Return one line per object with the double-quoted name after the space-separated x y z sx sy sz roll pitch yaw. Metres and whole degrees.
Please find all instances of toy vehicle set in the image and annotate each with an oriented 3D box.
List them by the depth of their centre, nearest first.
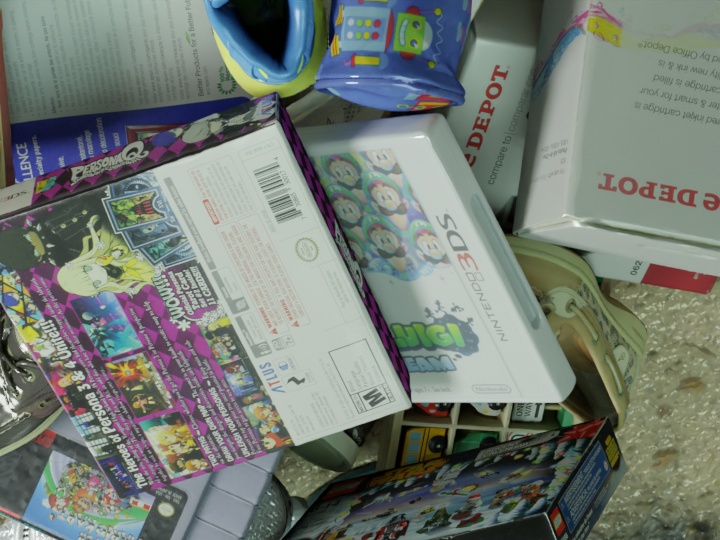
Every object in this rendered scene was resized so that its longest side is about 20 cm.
0.083 0.065 1.286 0.123 0.027 0.201 3 115 -12 "toy vehicle set"

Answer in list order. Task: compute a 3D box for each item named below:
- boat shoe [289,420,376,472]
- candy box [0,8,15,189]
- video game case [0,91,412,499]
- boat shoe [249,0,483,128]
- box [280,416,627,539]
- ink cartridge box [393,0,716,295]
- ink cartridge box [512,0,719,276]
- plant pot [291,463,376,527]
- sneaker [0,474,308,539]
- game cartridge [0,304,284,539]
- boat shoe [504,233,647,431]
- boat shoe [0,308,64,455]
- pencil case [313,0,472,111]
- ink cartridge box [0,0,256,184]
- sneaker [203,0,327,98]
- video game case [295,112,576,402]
-0.066 0.041 1.249 0.201 0.061 0.072 45 153 -24 "boat shoe"
-0.287 -0.093 1.079 0.198 0.055 0.116 10 130 8 "candy box"
-0.089 0.020 1.089 0.180 0.036 0.201 -19 124 11 "video game case"
0.005 -0.137 1.103 0.069 0.071 0.201 23 109 -37 "boat shoe"
0.047 0.150 1.207 0.199 0.137 0.040 -17 102 26 "box"
0.128 -0.077 1.175 0.198 0.083 0.148 8 125 -15 "ink cartridge box"
0.170 -0.105 1.065 0.144 0.087 0.202 10 81 -15 "ink cartridge box"
0.045 0.259 1.345 0.198 0.189 0.201 -4 126 -5 "plant pot"
-0.129 0.170 1.295 0.198 0.076 0.115 -14 171 14 "sneaker"
-0.151 0.101 1.210 0.199 0.038 0.130 24 80 2 "game cartridge"
0.109 0.035 1.180 0.073 0.063 0.200 -12 152 36 "boat shoe"
-0.179 0.040 1.159 0.200 0.072 0.066 -33 162 6 "boat shoe"
0.025 -0.178 1.034 0.077 0.087 0.202 8 83 -7 "pencil case"
-0.154 -0.097 1.144 0.198 0.047 0.199 -6 128 -2 "ink cartridge box"
-0.059 -0.182 1.022 0.075 0.105 0.201 -21 102 -2 "sneaker"
0.000 0.000 1.118 0.199 0.024 0.183 -3 128 40 "video game case"
